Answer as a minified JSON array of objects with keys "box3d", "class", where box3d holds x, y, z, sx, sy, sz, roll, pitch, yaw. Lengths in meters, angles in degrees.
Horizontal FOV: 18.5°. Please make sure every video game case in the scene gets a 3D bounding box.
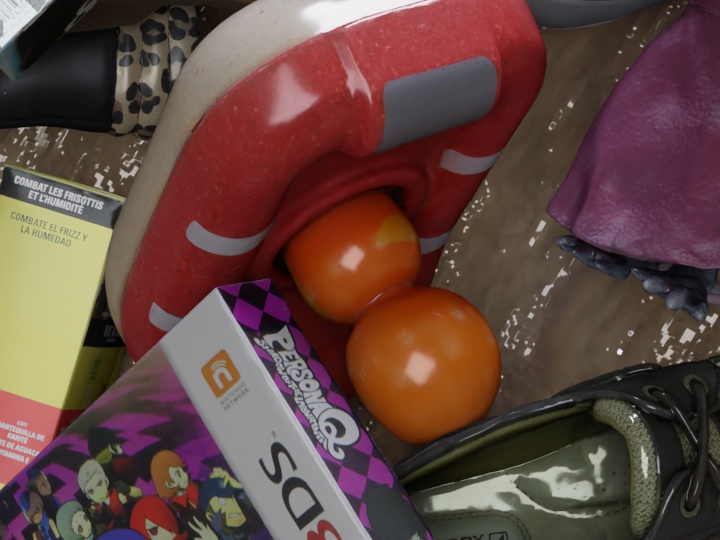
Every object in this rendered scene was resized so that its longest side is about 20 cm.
[{"box3d":[-0.052,0.134,0.688,0.200,0.036,0.182,-41,73,28],"class":"video game case"}]

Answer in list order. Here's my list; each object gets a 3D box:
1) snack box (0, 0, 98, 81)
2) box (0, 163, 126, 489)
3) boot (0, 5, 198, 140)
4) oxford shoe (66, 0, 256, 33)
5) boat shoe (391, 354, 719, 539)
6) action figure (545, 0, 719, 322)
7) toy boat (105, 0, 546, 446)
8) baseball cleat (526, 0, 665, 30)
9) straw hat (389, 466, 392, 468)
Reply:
[{"box3d":[-0.077,-0.171,0.687,0.200,0.037,0.116,-44,84,-8],"class":"snack box"},{"box3d":[-0.127,0.066,0.804,0.050,0.075,0.202,17,89,7],"class":"box"},{"box3d":[-0.142,-0.121,0.806,0.149,0.073,0.201,0,50,-16],"class":"boot"},{"box3d":[-0.041,-0.134,0.760,0.199,0.072,0.072,-17,56,-31],"class":"oxford shoe"},{"box3d":[0.088,0.067,0.695,0.199,0.066,0.072,-17,69,2],"class":"boat shoe"},{"box3d":[0.141,-0.081,0.718,0.133,0.148,0.202,25,95,37],"class":"action figure"},{"box3d":[0.000,0.000,0.730,0.130,0.200,0.131,-20,68,-29],"class":"toy boat"},{"box3d":[0.130,-0.162,0.767,0.199,0.106,0.070,-35,71,-1],"class":"baseball cleat"},{"box3d":[-0.015,0.169,0.776,0.199,0.085,0.203,-8,70,23],"class":"straw hat"}]
